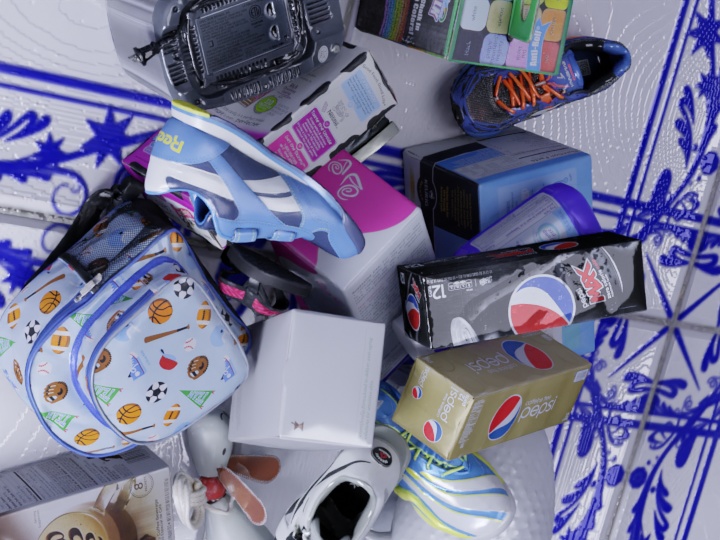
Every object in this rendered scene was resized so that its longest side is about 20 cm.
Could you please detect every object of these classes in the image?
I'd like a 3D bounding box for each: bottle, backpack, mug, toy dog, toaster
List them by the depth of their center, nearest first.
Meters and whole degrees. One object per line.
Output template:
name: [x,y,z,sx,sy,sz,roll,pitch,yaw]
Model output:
toaster: [-0.121,-0.204,1.556,0.199,0.129,0.114,-25,118,-24]
backpack: [-0.199,0.062,1.591,0.190,0.154,0.200,-36,125,-6]
bottle: [0.119,0.007,1.665,0.200,0.065,0.084,-35,113,-11]
toy dog: [-0.096,0.226,1.729,0.096,0.132,0.201,-8,124,9]
mug: [0.082,0.212,1.747,0.199,0.148,0.176,12,87,-3]

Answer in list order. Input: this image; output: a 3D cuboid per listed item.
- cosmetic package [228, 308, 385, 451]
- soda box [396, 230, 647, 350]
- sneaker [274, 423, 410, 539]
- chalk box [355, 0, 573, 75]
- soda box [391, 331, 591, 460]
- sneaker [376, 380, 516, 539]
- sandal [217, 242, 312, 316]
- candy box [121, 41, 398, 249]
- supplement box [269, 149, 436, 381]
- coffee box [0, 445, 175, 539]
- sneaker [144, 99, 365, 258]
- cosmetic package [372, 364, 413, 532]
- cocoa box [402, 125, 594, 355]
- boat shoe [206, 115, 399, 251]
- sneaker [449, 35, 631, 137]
cosmetic package: [-0.050,0.097,1.614,0.084,0.200,0.108,9,83,-16]
soda box: [0.136,0.015,1.598,0.199,0.071,0.064,-10,101,-16]
sneaker: [-0.033,0.223,1.628,0.074,0.089,0.201,31,121,3]
chalk box: [0.106,-0.243,1.646,0.123,0.200,0.126,3,105,-34]
soda box: [0.116,0.104,1.648,0.200,0.068,0.064,-9,126,-54]
sneaker: [0.044,0.158,1.650,0.076,0.200,0.105,-52,144,-8]
sandal: [-0.087,0.012,1.579,0.075,0.200,0.045,30,87,-8]
candy box: [-0.085,-0.116,1.605,0.200,0.136,0.061,-41,123,-14]
supplement box: [0.000,0.000,1.671,0.103,0.101,0.200,-46,155,-12]
coffee box: [-0.265,0.230,1.640,0.199,0.080,0.114,-15,115,-29]
sneaker: [-0.085,-0.055,1.500,0.200,0.074,0.083,32,86,-25]
cosmetic package: [0.041,0.194,1.832,0.101,0.074,0.201,1,104,-32]
cocoa box: [0.130,-0.017,1.781,0.133,0.131,0.201,-15,114,-28]
boat shoe: [-0.063,-0.093,1.672,0.199,0.075,0.066,-34,97,-3]
sneaker: [0.168,-0.180,1.775,0.199,0.078,0.076,-25,97,-27]
